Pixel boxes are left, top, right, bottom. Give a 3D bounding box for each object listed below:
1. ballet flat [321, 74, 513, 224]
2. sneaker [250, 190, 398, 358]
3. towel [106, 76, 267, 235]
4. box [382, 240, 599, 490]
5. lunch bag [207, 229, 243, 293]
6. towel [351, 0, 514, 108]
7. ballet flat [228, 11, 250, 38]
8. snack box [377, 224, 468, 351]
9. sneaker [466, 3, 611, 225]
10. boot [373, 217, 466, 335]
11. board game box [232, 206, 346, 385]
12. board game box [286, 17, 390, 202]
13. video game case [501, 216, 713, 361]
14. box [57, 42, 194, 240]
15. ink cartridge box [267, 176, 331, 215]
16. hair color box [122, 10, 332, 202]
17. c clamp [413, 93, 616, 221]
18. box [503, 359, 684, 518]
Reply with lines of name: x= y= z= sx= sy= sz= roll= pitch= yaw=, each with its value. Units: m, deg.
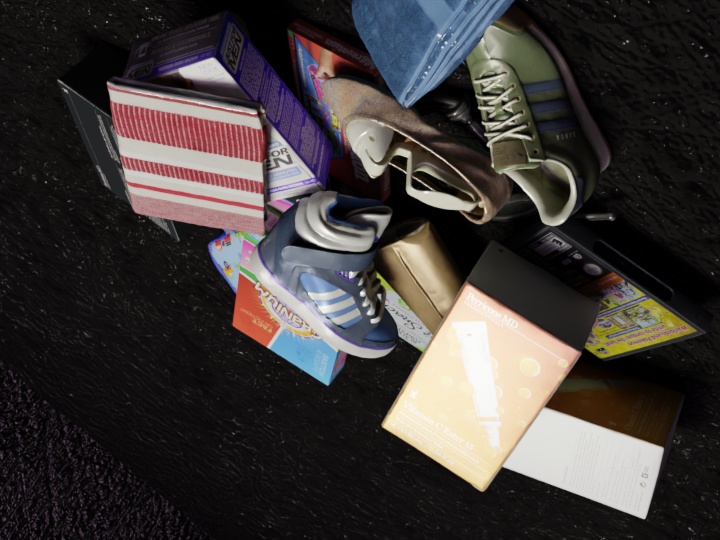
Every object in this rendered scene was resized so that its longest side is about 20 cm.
ballet flat: x=0.044 y=-0.105 z=0.884 sx=0.199 sy=0.068 sz=0.068 roll=28 pitch=155 yaw=1
sneaker: x=0.000 y=0.000 z=1.013 sx=0.199 sy=0.081 sz=0.146 roll=37 pitch=127 yaw=-22
towel: x=-0.159 y=-0.105 z=0.942 sx=0.143 sy=0.023 sz=0.201 roll=10 pitch=149 yaw=1
box: x=0.126 y=0.095 z=0.977 sx=0.124 sy=0.098 sz=0.201 roll=31 pitch=123 yaw=7
lunch bag: x=-0.115 y=0.009 z=1.310 sx=0.200 sy=0.094 sz=0.150 roll=47 pitch=151 yaw=-17
towel: x=0.053 y=-0.213 z=0.738 sx=0.112 sy=0.048 sz=0.200 roll=59 pitch=155 yaw=7
ballet flat: x=-0.133 y=-0.181 z=1.015 sx=0.068 sy=0.064 sz=0.201 roll=4 pitch=148 yaw=-9
snack box: x=0.083 y=0.043 z=1.186 sx=0.199 sy=0.053 sz=0.142 roll=33 pitch=154 yaw=-3
sneaker: x=0.133 y=-0.121 z=0.803 sx=0.067 sy=0.090 sz=0.200 roll=-2 pitch=139 yaw=49
boot: x=0.115 y=0.030 z=1.051 sx=0.174 sy=0.066 sz=0.201 roll=-21 pitch=112 yaw=40
board game box: x=-0.075 y=0.034 z=1.191 sx=0.152 sy=0.040 sz=0.201 roll=30 pitch=141 yaw=13
board game box: x=-0.018 y=-0.151 z=0.977 sx=0.102 sy=0.019 sz=0.201 roll=30 pitch=155 yaw=19
video game case: x=0.226 y=0.021 z=1.000 sx=0.180 sy=0.026 sz=0.200 roll=34 pitch=162 yaw=-5
box: x=-0.257 y=-0.147 z=1.165 sx=0.141 sy=0.079 sz=0.201 roll=33 pitch=156 yaw=18
ink cartridge box: x=-0.120 y=-0.114 z=1.130 sx=0.199 sy=0.037 sz=0.095 roll=30 pitch=158 yaw=19
hair color box: x=-0.122 y=-0.146 z=0.947 sx=0.108 sy=0.065 sz=0.200 roll=-10 pitch=143 yaw=27
c clamp: x=0.121 y=-0.104 z=0.928 sx=0.200 sy=0.027 sz=0.171 roll=39 pitch=159 yaw=-18
box: x=0.248 y=0.175 z=1.121 sx=0.198 sy=0.124 sz=0.098 roll=17 pitch=119 yaw=21
